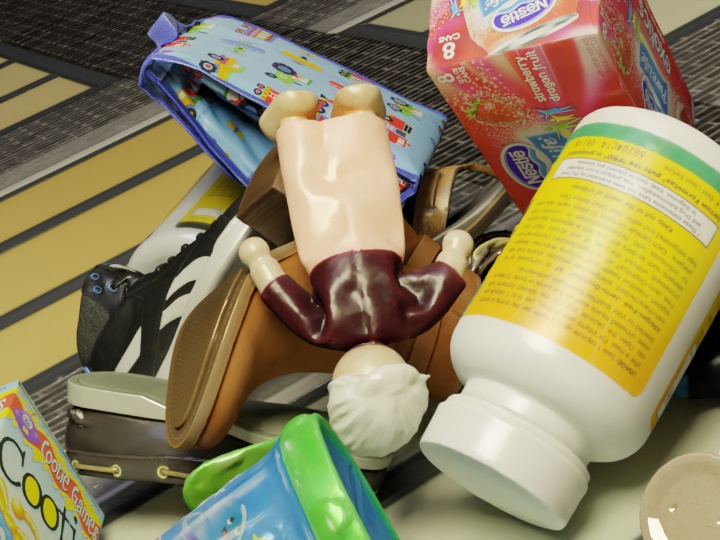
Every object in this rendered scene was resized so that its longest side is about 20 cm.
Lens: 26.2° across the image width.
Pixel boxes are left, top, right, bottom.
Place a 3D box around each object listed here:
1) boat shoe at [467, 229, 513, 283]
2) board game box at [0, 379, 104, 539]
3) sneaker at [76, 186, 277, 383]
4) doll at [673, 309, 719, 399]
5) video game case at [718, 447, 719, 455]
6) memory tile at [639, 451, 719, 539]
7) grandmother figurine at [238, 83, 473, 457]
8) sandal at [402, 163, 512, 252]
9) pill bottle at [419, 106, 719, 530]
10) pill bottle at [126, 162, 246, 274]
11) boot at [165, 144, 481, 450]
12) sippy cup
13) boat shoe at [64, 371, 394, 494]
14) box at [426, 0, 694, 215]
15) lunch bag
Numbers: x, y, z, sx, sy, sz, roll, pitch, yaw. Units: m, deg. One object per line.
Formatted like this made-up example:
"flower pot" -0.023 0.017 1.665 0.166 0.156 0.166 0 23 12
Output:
"boat shoe" 0.097 0.014 0.957 0.071 0.060 0.200 -17 24 4
"board game box" -0.214 0.162 0.799 0.104 0.103 0.200 -23 23 10
"sneaker" -0.116 0.004 0.961 0.112 0.201 0.073 37 13 30
"doll" 0.195 0.027 0.872 0.136 0.049 0.200 -21 24 -1
"video game case" 0.245 0.037 0.651 0.181 0.023 0.200 -16 29 34
"memory tile" 0.190 0.136 0.557 0.199 0.017 0.154 -7 69 35
"grandmother figurine" 0.000 0.000 0.805 0.121 0.061 0.201 -9 64 3
"sandal" 0.044 -0.032 1.037 0.200 0.055 0.082 -39 3 0
"pill bottle" 0.115 0.026 0.793 0.113 0.113 0.200 13 66 50
"pill bottle" -0.079 -0.021 1.096 0.111 0.112 0.200 -7 27 25
"boot" -0.013 0.039 0.861 0.074 0.154 0.201 -26 36 56
"sippy cup" -0.043 0.153 0.693 0.130 0.140 0.178 -29 -2 2
"boat shoe" -0.077 0.105 0.884 0.200 0.061 0.072 10 8 20
"box" 0.122 -0.102 0.890 0.099 0.200 0.096 -9 56 24
"lunch bag" -0.053 -0.106 1.017 0.094 0.200 0.151 -52 4 22
